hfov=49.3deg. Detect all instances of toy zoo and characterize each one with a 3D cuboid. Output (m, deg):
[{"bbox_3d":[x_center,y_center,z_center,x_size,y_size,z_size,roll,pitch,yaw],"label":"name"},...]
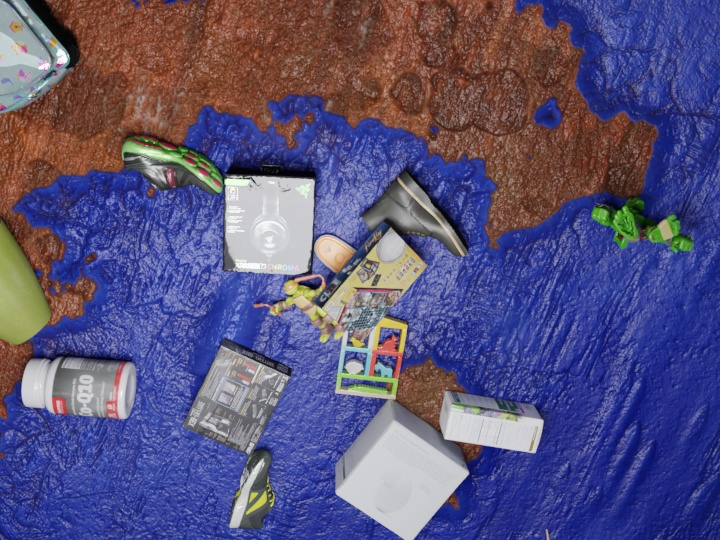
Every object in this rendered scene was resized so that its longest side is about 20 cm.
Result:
[{"bbox_3d":[0.023,0.165,1.610,0.130,0.020,0.202,7,109,-5],"label":"toy zoo"}]

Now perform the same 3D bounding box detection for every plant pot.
[{"bbox_3d":[-0.688,0.039,1.478,0.186,0.187,0.201,-30,119,5],"label":"plant pot"}]

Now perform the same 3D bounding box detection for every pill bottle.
[{"bbox_3d":[-0.556,0.231,1.557,0.198,0.114,0.115,5,105,-4],"label":"pill bottle"}]

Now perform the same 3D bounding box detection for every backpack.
[{"bbox_3d":[-0.622,-0.375,1.373,0.199,0.154,0.176,-34,110,13],"label":"backpack"}]

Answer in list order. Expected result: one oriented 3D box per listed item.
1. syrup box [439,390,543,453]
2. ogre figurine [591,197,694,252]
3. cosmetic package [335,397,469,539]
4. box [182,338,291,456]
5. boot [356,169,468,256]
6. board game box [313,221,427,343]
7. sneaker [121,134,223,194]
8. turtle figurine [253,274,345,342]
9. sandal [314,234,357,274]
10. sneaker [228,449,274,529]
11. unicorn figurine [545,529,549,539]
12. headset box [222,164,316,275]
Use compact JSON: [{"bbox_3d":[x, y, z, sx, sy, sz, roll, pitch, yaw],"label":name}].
[{"bbox_3d":[0.272,0.316,1.639,0.198,0.079,0.082,9,104,-5],"label":"syrup box"},{"bbox_3d":[0.529,-0.088,1.520,0.198,0.120,0.099,-2,101,-4],"label":"ogre figurine"},{"bbox_3d":[0.083,0.413,1.634,0.199,0.123,0.200,36,102,-11],"label":"cosmetic package"},{"bbox_3d":[-0.254,0.262,1.614,0.157,0.050,0.201,25,103,-9],"label":"box"},{"bbox_3d":[0.104,-0.077,1.534,0.138,0.077,0.200,-40,91,13],"label":"boot"},{"bbox_3d":[0.022,0.024,1.496,0.200,0.035,0.135,-49,129,-3],"label":"board game box"},{"bbox_3d":[-0.354,-0.189,1.483,0.198,0.077,0.084,22,121,-5],"label":"sneaker"},{"bbox_3d":[-0.106,0.071,1.554,0.199,0.065,0.161,-25,118,36],"label":"turtle figurine"},{"bbox_3d":[-0.005,0.007,1.551,0.206,0.059,0.079,32,102,-11],"label":"sandal"},{"bbox_3d":[-0.216,0.467,1.668,0.084,0.075,0.201,18,113,-13],"label":"sneaker"},{"bbox_3d":[0.454,0.702,1.754,0.136,0.074,0.202,16,110,4],"label":"unicorn figurine"},{"bbox_3d":[-0.172,-0.102,1.496,0.172,0.093,0.202,3,105,-4],"label":"headset box"}]
